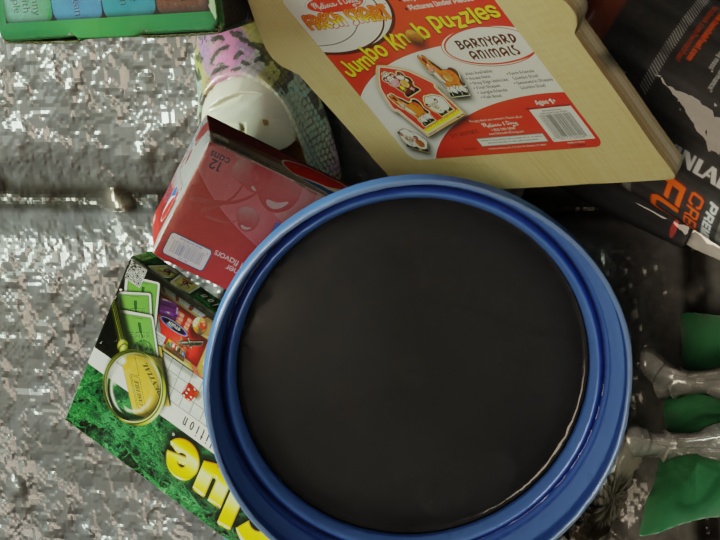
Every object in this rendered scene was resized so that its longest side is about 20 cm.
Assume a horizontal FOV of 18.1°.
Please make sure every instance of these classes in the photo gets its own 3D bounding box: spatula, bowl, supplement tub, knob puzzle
[{"bbox_3d":[0.175,-0.013,1.089,0.200,0.021,0.057,27,112,17],"label":"spatula"},{"bbox_3d":[0.026,0.050,1.056,0.200,0.039,0.201,-1,106,-4],"label":"bowl"},{"bbox_3d":[0.186,-0.059,1.024,0.200,0.107,0.107,33,115,15],"label":"supplement tub"},{"bbox_3d":[0.028,-0.114,0.991,0.219,0.030,0.220,26,153,14],"label":"knob puzzle"}]

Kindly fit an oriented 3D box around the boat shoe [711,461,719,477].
[{"bbox_3d":[0.238,0.106,1.052,0.200,0.069,0.072,19,157,51],"label":"boat shoe"}]

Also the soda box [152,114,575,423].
[{"bbox_3d":[0.000,0.000,1.098,0.200,0.070,0.064,26,100,-11],"label":"soda box"}]

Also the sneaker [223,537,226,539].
[{"bbox_3d":[0.005,0.110,1.180,0.200,0.066,0.079,-6,109,27],"label":"sneaker"}]

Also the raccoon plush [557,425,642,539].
[{"bbox_3d":[0.058,0.148,1.168,0.134,0.097,0.200,27,90,28],"label":"raccoon plush"}]

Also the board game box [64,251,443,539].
[{"bbox_3d":[-0.056,0.085,1.152,0.200,0.023,0.105,33,115,22],"label":"board game box"}]

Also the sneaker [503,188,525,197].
[{"bbox_3d":[0.073,-0.111,1.088,0.071,0.099,0.200,25,143,19],"label":"sneaker"}]

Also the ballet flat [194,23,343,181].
[{"bbox_3d":[-0.044,-0.037,1.156,0.069,0.071,0.200,-17,95,33],"label":"ballet flat"}]

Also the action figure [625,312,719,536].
[{"bbox_3d":[0.219,0.060,1.020,0.200,0.055,0.118,-6,62,34],"label":"action figure"}]

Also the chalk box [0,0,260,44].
[{"bbox_3d":[-0.102,-0.178,1.073,0.124,0.200,0.125,0,103,25],"label":"chalk box"}]
